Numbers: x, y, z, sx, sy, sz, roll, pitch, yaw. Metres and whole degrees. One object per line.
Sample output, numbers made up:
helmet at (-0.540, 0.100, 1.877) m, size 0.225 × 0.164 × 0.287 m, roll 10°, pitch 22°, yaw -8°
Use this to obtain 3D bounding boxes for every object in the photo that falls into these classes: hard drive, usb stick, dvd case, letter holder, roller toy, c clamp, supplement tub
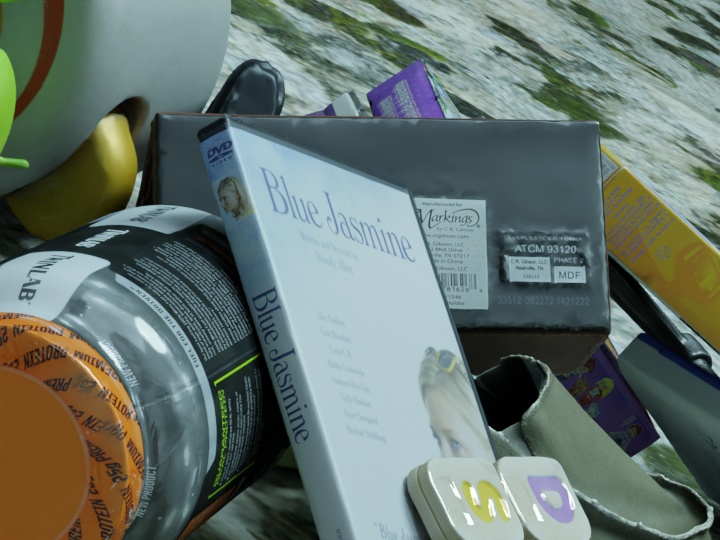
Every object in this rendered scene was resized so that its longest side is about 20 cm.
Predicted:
hard drive at (0.220, 0.114, 1.465) m, size 0.200 × 0.025 × 0.132 m, roll 34°, pitch -14°, yaw 47°
usb stick at (-0.070, -0.059, 1.463) m, size 0.033 × 0.055 × 0.200 m, roll 20°, pitch -12°, yaw -7°
dvd case at (0.008, 0.044, 1.148) m, size 0.143 × 0.018 × 0.200 m, roll 17°, pitch 50°, yaw -57°
letter holder at (0.000, 0.000, 1.363) m, size 0.200 × 0.101 × 0.142 m, roll 1°, pitch -18°, yaw -8°
roller toy at (-0.168, -0.123, 1.414) m, size 0.182 × 0.200 × 0.140 m, roll 14°, pitch 10°, yaw 25°
c clamp at (0.130, 0.002, 1.581) m, size 0.171 × 0.027 × 0.200 m, roll 40°, pitch 10°, yaw -50°
supplement tub at (-0.098, 0.048, 1.095) m, size 0.123 × 0.123 × 0.200 m, roll 31°, pitch 15°, yaw 8°

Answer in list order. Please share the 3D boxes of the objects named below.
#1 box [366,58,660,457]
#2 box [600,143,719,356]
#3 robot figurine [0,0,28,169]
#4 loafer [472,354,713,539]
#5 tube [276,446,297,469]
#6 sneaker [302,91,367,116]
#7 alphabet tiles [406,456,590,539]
box at (0.077, -0.004, 1.549) m, size 0.200 × 0.039 × 0.137 m, roll 55°, pitch 6°, yaw -20°
box at (0.175, 0.014, 1.467) m, size 0.200 × 0.041 × 0.119 m, roll 40°, pitch 5°, yaw -14°
robot figurine at (-0.227, -0.103, 1.284) m, size 0.200 × 0.175 × 0.116 m, roll 57°, pitch -17°, yaw -14°
loafer at (0.073, 0.079, 1.270) m, size 0.200 × 0.070 × 0.075 m, roll 21°, pitch 17°, yaw -23°
tube at (0.016, 0.075, 1.355) m, size 0.200 × 0.052 × 0.058 m, roll 15°, pitch 58°, yaw -49°
sneaker at (-0.006, 0.006, 1.512) m, size 0.076 × 0.088 × 0.200 m, roll 65°, pitch 1°, yaw -51°
alphabet tiles at (0.086, 0.157, 1.110) m, size 0.196 × 0.015 × 0.200 m, roll 7°, pitch 52°, yaw -55°
